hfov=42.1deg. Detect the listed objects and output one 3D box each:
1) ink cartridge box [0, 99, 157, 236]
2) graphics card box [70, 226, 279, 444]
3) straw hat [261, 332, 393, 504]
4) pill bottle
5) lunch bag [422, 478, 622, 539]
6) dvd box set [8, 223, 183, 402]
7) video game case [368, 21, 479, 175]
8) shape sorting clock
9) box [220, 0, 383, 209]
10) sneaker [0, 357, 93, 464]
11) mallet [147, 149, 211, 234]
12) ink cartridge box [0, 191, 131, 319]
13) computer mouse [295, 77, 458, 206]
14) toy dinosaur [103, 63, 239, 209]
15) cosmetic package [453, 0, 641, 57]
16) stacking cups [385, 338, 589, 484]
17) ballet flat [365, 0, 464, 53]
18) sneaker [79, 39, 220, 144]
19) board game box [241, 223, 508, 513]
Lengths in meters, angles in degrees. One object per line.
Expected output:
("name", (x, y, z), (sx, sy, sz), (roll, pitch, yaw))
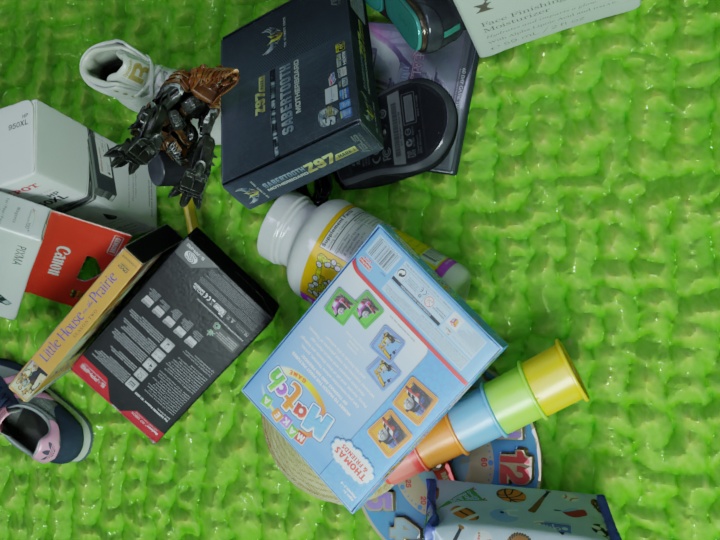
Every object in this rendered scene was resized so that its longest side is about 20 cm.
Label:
("ink cartridge box", (-0.336, -0.092, 1.010), (0.142, 0.199, 0.086), (-14, 71, 22))
("graphics card box", (-0.195, 0.069, 0.990), (0.125, 0.051, 0.200), (42, 105, -7))
("straw hat", (-0.044, 0.129, 0.908), (0.198, 0.085, 0.205), (-7, 78, 32))
("pill bottle", (0.000, 0.000, 0.900), (0.198, 0.104, 0.106), (29, 96, 17))
("lunch bag", (0.128, 0.299, 0.799), (0.167, 0.124, 0.204), (6, 102, 6))
("dvd box set", (-0.281, 0.042, 1.009), (0.029, 0.146, 0.200), (42, 102, -4))
("video game case", (0.019, -0.183, 0.969), (0.197, 0.019, 0.146), (11, 89, 25))
("shape sorting clock", (0.078, 0.183, 0.894), (0.196, 0.039, 0.204), (-3, 83, 23))
("box", (-0.063, -0.177, 0.920), (0.156, 0.051, 0.203), (-21, 54, 24))
("sneaker", (-0.401, 0.157, 1.082), (0.198, 0.082, 0.071), (25, 95, 24))
("mallet", (-0.188, -0.037, 1.018), (0.041, 0.065, 0.204), (-16, 79, 52))
("ink cartridge box", (-0.350, -0.004, 0.986), (0.200, 0.171, 0.044), (-44, 32, 52))
("computer mouse", (0.019, -0.135, 0.930), (0.197, 0.052, 0.141), (-5, 84, 36))
("toy dinosaur", (-0.179, -0.151, 0.914), (0.100, 0.200, 0.138), (19, 64, -9))
("cosmetic package", (0.147, -0.318, 0.819), (0.162, 0.200, 0.168), (-15, 79, 15))
("stacking cups", (0.105, 0.137, 0.838), (0.198, 0.060, 0.061), (-32, 73, 11))
("ballet flat", (0.042, -0.285, 0.941), (0.073, 0.073, 0.201), (-45, 51, 13))
("sneaker", (-0.213, -0.194, 1.019), (0.197, 0.115, 0.075), (16, 89, 23))
("board game box", (0.009, 0.086, 0.824), (0.151, 0.037, 0.201), (44, 103, 14))
